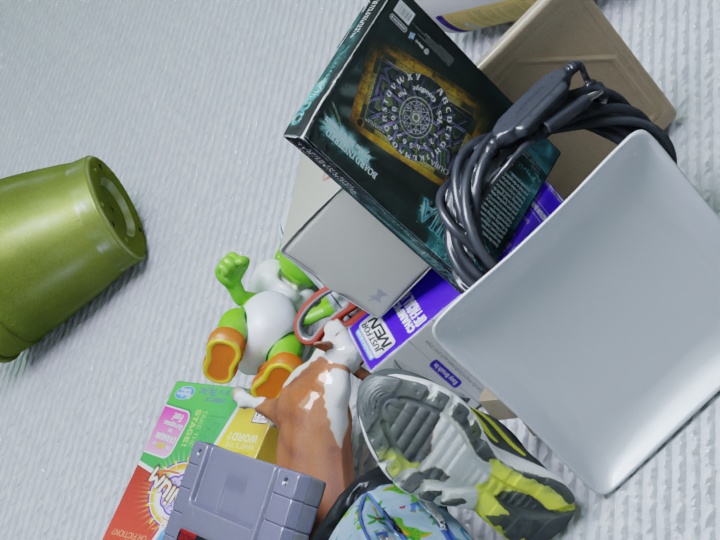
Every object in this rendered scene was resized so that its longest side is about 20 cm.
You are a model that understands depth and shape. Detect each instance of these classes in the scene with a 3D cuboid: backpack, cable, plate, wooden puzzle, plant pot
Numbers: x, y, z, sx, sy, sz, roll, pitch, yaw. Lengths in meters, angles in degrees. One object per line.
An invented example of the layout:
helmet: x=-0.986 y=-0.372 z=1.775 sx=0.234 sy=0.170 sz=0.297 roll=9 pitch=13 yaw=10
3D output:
backpack: x=0.031 y=0.250 z=0.984 sx=0.200 sy=0.154 sz=0.163 roll=43 pitch=112 yaw=38
cable: x=0.145 y=-0.044 z=1.027 sx=0.200 sy=0.163 sz=0.051 roll=-47 pitch=17 yaw=-18
plate: x=0.178 y=0.031 z=0.985 sx=0.200 sy=0.200 sz=0.032 roll=-45 pitch=22 yaw=4
wooden puzzle: x=0.145 y=-0.118 z=1.130 sx=0.185 sy=0.200 sz=0.037 roll=-45 pitch=41 yaw=4
plant pot: x=-0.348 y=-0.028 z=1.543 sx=0.193 sy=0.200 sz=0.200 roll=-25 pitch=43 yaw=8

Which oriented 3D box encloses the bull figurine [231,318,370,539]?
bull figurine: x=-0.045 y=0.141 z=1.152 sx=0.121 sy=0.065 sz=0.200 roll=-9 pitch=79 yaw=46

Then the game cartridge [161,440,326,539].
game cartridge: x=-0.103 y=0.209 z=1.101 sx=0.200 sy=0.038 sz=0.130 roll=2 pitch=67 yaw=60

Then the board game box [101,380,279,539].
board game box: x=-0.146 y=0.201 z=1.262 sx=0.153 sy=0.040 sz=0.200 roll=0 pitch=59 yaw=43

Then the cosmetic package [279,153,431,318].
cosmetic package: x=0.009 y=-0.068 z=1.145 sx=0.087 sy=0.103 sz=0.200 roll=-45 pitch=21 yaw=29

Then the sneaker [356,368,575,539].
sneaker: x=0.065 y=0.129 z=1.009 sx=0.074 sy=0.200 sz=0.085 roll=-49 pitch=28 yaw=4

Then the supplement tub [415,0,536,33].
supplement tub: x=0.150 y=-0.311 z=1.332 sx=0.200 sy=0.145 sz=0.146 roll=-5 pitch=55 yaw=40

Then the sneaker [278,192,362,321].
sneaker: x=0.000 y=0.000 z=1.212 sx=0.073 sy=0.071 sz=0.200 roll=-35 pitch=63 yaw=-31

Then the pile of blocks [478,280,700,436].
pile of blocks: x=0.184 y=0.057 z=1.066 sx=0.200 sy=0.062 sz=0.082 roll=-34 pitch=28 yaw=5

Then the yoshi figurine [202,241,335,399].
yoshi figurine: x=-0.069 y=0.022 z=1.271 sx=0.112 sy=0.112 sz=0.200 roll=-11 pitch=30 yaw=21

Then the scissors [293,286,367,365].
scissors: x=0.024 y=0.008 z=1.164 sx=0.200 sy=0.014 sz=0.073 roll=-45 pitch=77 yaw=23

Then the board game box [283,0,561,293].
board game box: x=0.050 y=-0.092 z=1.022 sx=0.028 sy=0.200 sz=0.135 roll=11 pitch=65 yaw=55

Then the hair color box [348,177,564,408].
hair color box: x=0.102 y=0.028 z=1.121 sx=0.200 sy=0.109 sz=0.065 roll=-41 pitch=39 yaw=8
